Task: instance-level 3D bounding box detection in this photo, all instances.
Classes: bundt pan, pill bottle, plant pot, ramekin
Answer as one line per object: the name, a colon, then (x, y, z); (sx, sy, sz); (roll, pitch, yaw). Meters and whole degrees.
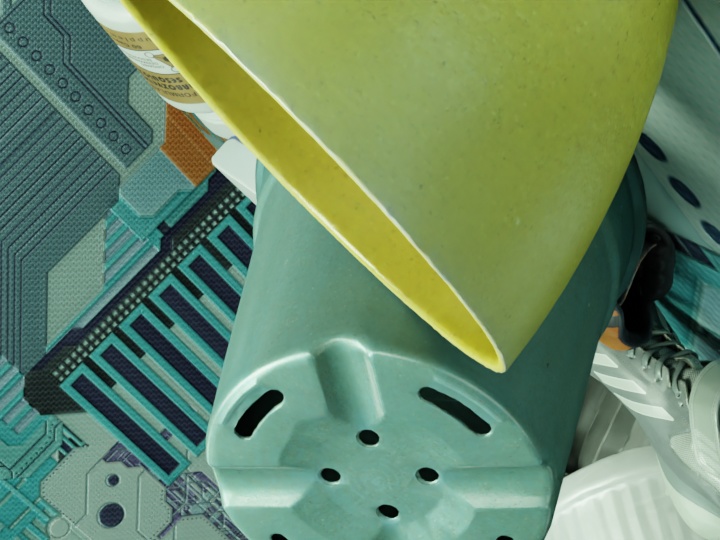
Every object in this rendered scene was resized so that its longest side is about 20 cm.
bundt pan: (0.185, 0.130, 1.127); (0.201, 0.076, 0.202); (28, 172, 4)
pill bottle: (-0.126, -0.188, 1.204); (0.114, 0.114, 0.200); (42, 175, 32)
plant pot: (0.026, 0.029, 0.708); (0.200, 0.199, 0.197); (47, -146, -23)
plant pot: (0.025, -0.087, 0.532); (0.200, 0.142, 0.200); (44, 176, 4)
ramekin: (0.203, 0.199, 1.001); (0.203, 0.201, 0.095); (50, -156, -50)

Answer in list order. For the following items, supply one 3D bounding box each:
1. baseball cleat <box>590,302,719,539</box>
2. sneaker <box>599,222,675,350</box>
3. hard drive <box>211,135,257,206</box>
baseball cleat: (0.184, 0.057, 0.907); (0.201, 0.069, 0.107); (57, 153, 17)
sneaker: (0.105, -0.033, 0.832); (0.112, 0.078, 0.200); (20, 158, 53)
hard drive: (0.000, 0.000, 0.967); (0.200, 0.025, 0.132); (44, 176, -24)
